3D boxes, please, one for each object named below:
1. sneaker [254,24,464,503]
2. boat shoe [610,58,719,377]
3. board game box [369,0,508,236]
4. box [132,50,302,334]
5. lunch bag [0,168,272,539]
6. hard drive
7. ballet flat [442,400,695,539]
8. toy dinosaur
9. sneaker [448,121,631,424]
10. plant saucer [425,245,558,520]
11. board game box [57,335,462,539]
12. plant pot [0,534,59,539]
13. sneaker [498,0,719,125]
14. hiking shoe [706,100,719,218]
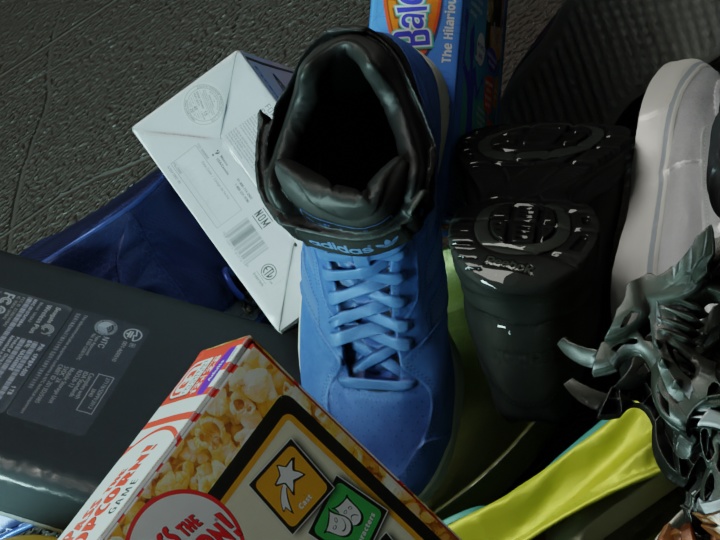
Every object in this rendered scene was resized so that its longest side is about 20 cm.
[{"bbox_3d":[-0.001,0.000,1.016,0.076,0.111,0.201,2,86,15],"label":"sneaker"},{"bbox_3d":[0.152,-0.025,1.074,0.068,0.072,0.200,-4,32,18],"label":"boat shoe"},{"bbox_3d":[0.038,-0.120,1.151,0.045,0.201,0.152,5,-3,10],"label":"board game box"},{"bbox_3d":[-0.034,-0.038,1.182,0.060,0.117,0.200,-36,-3,6],"label":"box"},{"bbox_3d":[-0.129,0.046,1.245,0.199,0.133,0.136,-29,8,18],"label":"lunch bag"},{"bbox_3d":[-0.110,0.060,1.095,0.199,0.033,0.140,15,39,11],"label":"hard drive"},{"bbox_3d":[0.074,0.113,0.968,0.200,0.067,0.067,-36,48,4],"label":"ballet flat"},{"bbox_3d":[0.139,0.066,0.883,0.199,0.136,0.102,-18,-25,-26],"label":"toy dinosaur"},{"bbox_3d":[0.074,-0.004,1.054,0.075,0.091,0.200,2,24,13],"label":"sneaker"},{"bbox_3d":[0.026,0.064,1.132,0.199,0.031,0.200,-30,28,18],"label":"plant saucer"},{"bbox_3d":[-0.019,0.146,0.872,0.152,0.200,0.046,-52,16,-25],"label":"board game box"},{"bbox_3d":[-0.132,0.191,0.978,0.200,0.201,0.189,-38,12,3],"label":"plant pot"},{"bbox_3d":[0.140,-0.137,1.201,0.200,0.073,0.114,-40,11,51],"label":"sneaker"},{"bbox_3d":[0.230,-0.076,1.016,0.200,0.076,0.101,-37,44,-18],"label":"hiking shoe"}]
